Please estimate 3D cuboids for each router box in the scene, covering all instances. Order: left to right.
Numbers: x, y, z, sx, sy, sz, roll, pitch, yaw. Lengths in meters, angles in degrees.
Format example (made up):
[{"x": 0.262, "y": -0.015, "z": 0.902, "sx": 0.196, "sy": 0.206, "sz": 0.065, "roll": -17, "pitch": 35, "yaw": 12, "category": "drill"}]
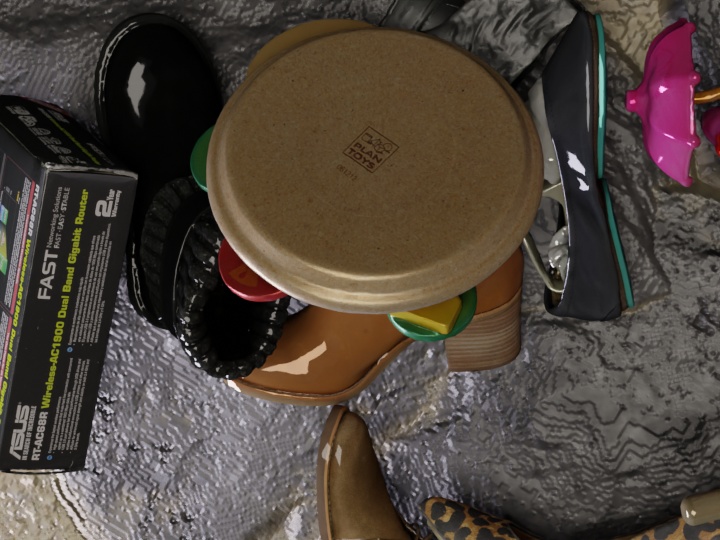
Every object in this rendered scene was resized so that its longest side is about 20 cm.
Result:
[{"x": -0.208, "y": 0.006, "z": 1.300, "sx": 0.062, "sy": 0.150, "sz": 0.201, "roll": 3, "pitch": 110, "yaw": -29, "category": "router box"}]

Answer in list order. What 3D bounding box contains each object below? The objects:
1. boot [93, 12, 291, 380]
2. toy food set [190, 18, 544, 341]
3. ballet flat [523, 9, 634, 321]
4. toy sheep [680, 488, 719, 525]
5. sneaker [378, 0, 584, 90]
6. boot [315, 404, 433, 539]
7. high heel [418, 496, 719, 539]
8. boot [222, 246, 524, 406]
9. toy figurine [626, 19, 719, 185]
[{"x": -0.099, "y": -0.049, "z": 1.252, "sx": 0.079, "sy": 0.158, "sz": 0.213, "roll": -12, "pitch": 102, "yaw": -16, "category": "boot"}, {"x": 0.004, "y": -0.056, "z": 1.177, "sx": 0.199, "sy": 0.199, "sz": 0.049, "roll": 21, "pitch": 151, "yaw": 12, "category": "toy food set"}, {"x": 0.122, "y": -0.056, "z": 1.238, "sx": 0.073, "sy": 0.073, "sz": 0.201, "roll": -3, "pitch": 119, "yaw": 13, "category": "ballet flat"}, {"x": 0.286, "y": 0.126, "z": 1.234, "sx": 0.199, "sy": 0.138, "sz": 0.139, "roll": -15, "pitch": 102, "yaw": -15, "category": "toy sheep"}, {"x": 0.045, "y": -0.100, "z": 1.266, "sx": 0.104, "sy": 0.060, "sz": 0.201, "roll": 32, "pitch": 105, "yaw": 8, "category": "sneaker"}, {"x": 0.019, "y": 0.168, "z": 1.314, "sx": 0.075, "sy": 0.074, "sz": 0.201, "roll": 2, "pitch": 127, "yaw": 22, "category": "boot"}, {"x": 0.149, "y": 0.157, "z": 1.310, "sx": 0.199, "sy": 0.071, "sz": 0.143, "roll": 31, "pitch": 101, "yaw": 1, "category": "high heel"}, {"x": 0.000, "y": 0.000, "z": 1.265, "sx": 0.199, "sy": 0.077, "sz": 0.156, "roll": -5, "pitch": 127, "yaw": 9, "category": "boot"}, {"x": 0.252, "y": -0.105, "z": 1.198, "sx": 0.183, "sy": 0.151, "sz": 0.200, "roll": -28, "pitch": 122, "yaw": 31, "category": "toy figurine"}]
